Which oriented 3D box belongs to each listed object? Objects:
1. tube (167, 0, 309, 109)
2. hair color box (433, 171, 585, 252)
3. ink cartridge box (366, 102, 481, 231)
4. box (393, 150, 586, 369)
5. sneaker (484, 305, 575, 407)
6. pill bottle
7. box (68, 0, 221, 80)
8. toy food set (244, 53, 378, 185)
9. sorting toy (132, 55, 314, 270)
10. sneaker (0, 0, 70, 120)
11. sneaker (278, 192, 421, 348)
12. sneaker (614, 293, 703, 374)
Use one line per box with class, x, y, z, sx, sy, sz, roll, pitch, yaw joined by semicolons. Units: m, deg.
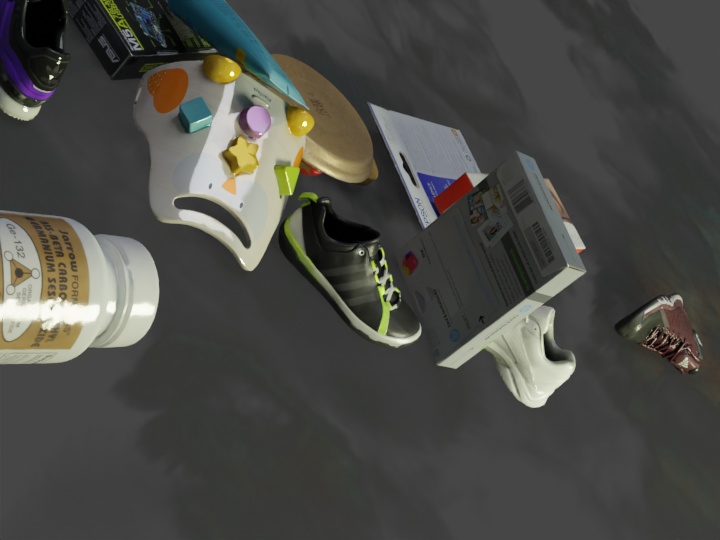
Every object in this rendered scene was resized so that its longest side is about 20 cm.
tube;-0.128;-0.238;1.328;0.200;0.051;0.077;46;13;32
hair color box;0.189;-0.058;1.593;0.199;0.064;0.112;-2;61;-53
ink cartridge box;0.094;-0.108;1.621;0.199;0.047;0.199;6;54;-47
box;0.138;-0.009;1.413;0.041;0.200;0.157;16;44;-46
sneaker;0.177;0.057;1.489;0.200;0.099;0.078;47;31;-3
pill bottle;-0.256;0.013;0.970;0.199;0.114;0.115;4;52;-50
box;-0.249;-0.303;1.393;0.201;0.047;0.193;56;34;9
toy food set;-0.062;-0.175;1.481;0.198;0.049;0.200;51;27;7
sorting toy;-0.137;-0.099;1.287;0.199;0.106;0.182;31;53;-28
sneaker;-0.316;-0.246;1.189;0.069;0.099;0.202;6;52;-51
sneaker;0.000;0.000;1.342;0.200;0.083;0.072;42;32;-13
sneaker;0.438;0.098;1.805;0.199;0.075;0.116;-11;67;-56
